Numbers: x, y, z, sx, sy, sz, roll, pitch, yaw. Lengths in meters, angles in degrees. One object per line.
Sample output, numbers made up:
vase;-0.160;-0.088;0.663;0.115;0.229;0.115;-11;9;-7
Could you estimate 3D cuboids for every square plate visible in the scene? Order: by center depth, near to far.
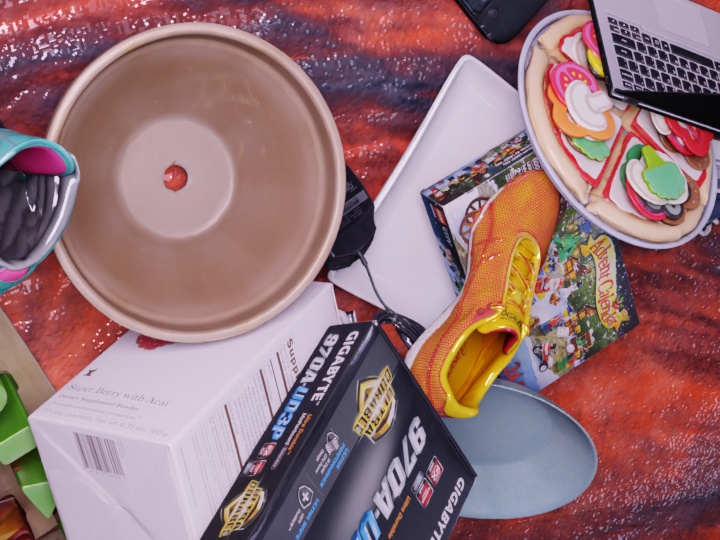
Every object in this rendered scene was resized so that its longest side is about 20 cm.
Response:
square plate;0.092;-0.041;1.080;0.199;0.028;0.200;29;95;-35

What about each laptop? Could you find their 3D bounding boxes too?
laptop;0.283;-0.158;1.014;0.185;0.203;0.116;13;147;-32

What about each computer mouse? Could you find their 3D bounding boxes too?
computer mouse;0.000;0.000;1.009;0.058;0.034;0.202;-33;99;-31

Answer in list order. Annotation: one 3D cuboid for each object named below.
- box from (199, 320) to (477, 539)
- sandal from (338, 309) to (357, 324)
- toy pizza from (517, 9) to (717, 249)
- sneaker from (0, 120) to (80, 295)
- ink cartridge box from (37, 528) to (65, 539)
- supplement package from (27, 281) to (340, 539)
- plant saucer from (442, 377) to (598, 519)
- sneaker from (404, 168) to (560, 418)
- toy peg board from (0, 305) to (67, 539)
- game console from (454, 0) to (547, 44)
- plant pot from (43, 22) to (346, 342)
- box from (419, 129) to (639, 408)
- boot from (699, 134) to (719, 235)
box;-0.008;0.159;0.903;0.160;0.046;0.201;57;45;-28
sandal;-0.037;0.037;1.019;0.059;0.078;0.209;-41;117;-50
toy pizza;0.202;-0.113;1.030;0.198;0.032;0.203;16;59;-29
sneaker;-0.226;-0.080;0.801;0.083;0.120;0.203;-14;96;-48
ink cartridge box;-0.167;0.253;0.965;0.163;0.200;0.076;-25;121;-15
supplement package;-0.105;0.100;0.926;0.200;0.120;0.121;-45;132;-48
plant saucer;0.093;0.134;1.104;0.198;0.039;0.202;7;142;5
sneaker;0.104;0.020;0.993;0.073;0.077;0.202;32;77;-33
toy peg board;-0.284;0.147;0.918;0.198;0.098;0.202;-33;123;-12
game console;0.122;-0.268;0.942;0.173;0.119;0.200;-48;124;-2
plant pot;-0.115;-0.059;0.905;0.198;0.093;0.204;-2;97;-17
box;0.138;-0.008;1.080;0.136;0.038;0.202;-31;123;-13
boot;0.303;-0.070;1.164;0.197;0.073;0.091;12;111;-23
